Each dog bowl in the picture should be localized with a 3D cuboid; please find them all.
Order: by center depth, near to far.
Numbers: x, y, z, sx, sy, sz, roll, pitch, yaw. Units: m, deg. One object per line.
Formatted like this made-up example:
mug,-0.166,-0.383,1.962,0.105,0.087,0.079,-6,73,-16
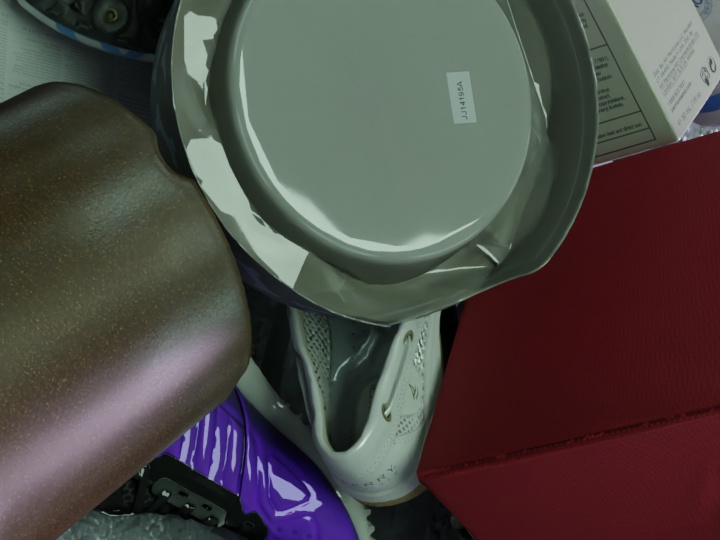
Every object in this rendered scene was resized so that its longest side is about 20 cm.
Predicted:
dog bowl,0.002,-0.071,1.178,0.199,0.059,0.201,5,80,-26

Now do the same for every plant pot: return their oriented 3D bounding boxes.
plant pot,-0.163,0.035,1.090,0.198,0.200,0.201,-34,105,-32

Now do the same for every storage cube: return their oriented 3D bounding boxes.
storage cube,0.157,0.060,1.239,0.171,0.179,0.201,50,39,-33

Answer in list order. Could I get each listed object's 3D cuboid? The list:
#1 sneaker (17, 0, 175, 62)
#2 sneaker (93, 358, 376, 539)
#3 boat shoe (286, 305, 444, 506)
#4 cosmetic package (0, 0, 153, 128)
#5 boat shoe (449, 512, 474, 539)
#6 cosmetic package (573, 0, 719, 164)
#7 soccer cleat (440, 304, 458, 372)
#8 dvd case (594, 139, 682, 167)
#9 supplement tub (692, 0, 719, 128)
sneaker,-0.065,-0.116,1.227,0.199,0.072,0.072,6,74,-26
sneaker,-0.078,0.085,1.246,0.099,0.069,0.201,-42,107,-25
boat shoe,0.000,0.000,1.234,0.069,0.070,0.201,42,37,-59
cosmetic package,-0.134,-0.072,1.227,0.199,0.051,0.083,13,72,-36
boat shoe,0.079,0.115,1.354,0.063,0.071,0.201,18,62,-14
cosmetic package,0.075,-0.147,1.277,0.201,0.105,0.071,62,39,-20
soccer cleat,0.026,-0.013,1.335,0.081,0.067,0.201,-14,90,-39
dvd case,0.101,-0.053,1.383,0.199,0.025,0.151,12,66,-48
supplement tub,0.151,-0.178,1.382,0.200,0.132,0.132,42,61,-26
